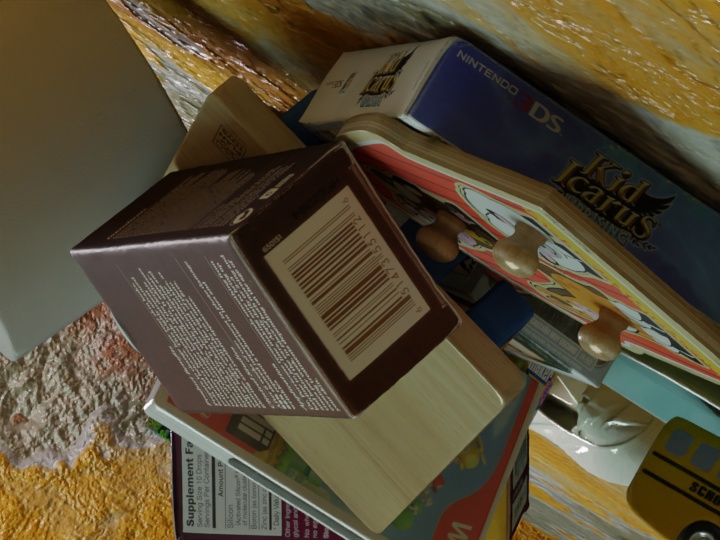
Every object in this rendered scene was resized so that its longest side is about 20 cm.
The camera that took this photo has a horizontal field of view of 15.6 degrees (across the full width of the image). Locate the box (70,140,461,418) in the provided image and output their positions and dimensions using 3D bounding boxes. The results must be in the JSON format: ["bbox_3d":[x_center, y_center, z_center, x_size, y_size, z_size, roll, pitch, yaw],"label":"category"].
[{"bbox_3d":[-0.047,0.008,1.190,0.100,0.075,0.200,56,156,-14],"label":"box"}]

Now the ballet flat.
[{"bbox_3d":[0.156,0.094,1.782,0.069,0.070,0.200,35,174,-32],"label":"ballet flat"}]

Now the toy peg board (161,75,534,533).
[{"bbox_3d":[0.000,0.000,1.314,0.200,0.098,0.199,46,151,5],"label":"toy peg board"}]

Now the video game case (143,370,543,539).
[{"bbox_3d":[-0.005,0.069,1.425,0.199,0.144,0.017,33,147,-13],"label":"video game case"}]

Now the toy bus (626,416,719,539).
[{"bbox_3d":[0.250,0.165,1.527,0.199,0.079,0.065,28,172,34],"label":"toy bus"}]

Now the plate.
[{"bbox_3d":[0.189,0.070,1.560,0.199,0.026,0.200,31,175,3],"label":"plate"}]

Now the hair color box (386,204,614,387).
[{"bbox_3d":[0.060,-0.003,1.438,0.099,0.061,0.200,35,173,-27],"label":"hair color box"}]

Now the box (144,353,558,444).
[{"bbox_3d":[0.000,0.078,1.752,0.199,0.193,0.122,28,177,21],"label":"box"}]

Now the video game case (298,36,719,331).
[{"bbox_3d":[0.084,-0.030,1.163,0.199,0.046,0.181,33,173,-14],"label":"video game case"}]

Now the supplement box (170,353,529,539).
[{"bbox_3d":[-0.003,0.105,1.565,0.198,0.104,0.131,1,-173,10],"label":"supplement box"}]

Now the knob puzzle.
[{"bbox_3d":[0.061,-0.005,1.126,0.219,0.031,0.220,32,174,4],"label":"knob puzzle"}]

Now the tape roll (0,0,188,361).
[{"bbox_3d":[-0.189,-0.070,1.437,0.203,0.139,0.203,53,168,17],"label":"tape roll"}]
